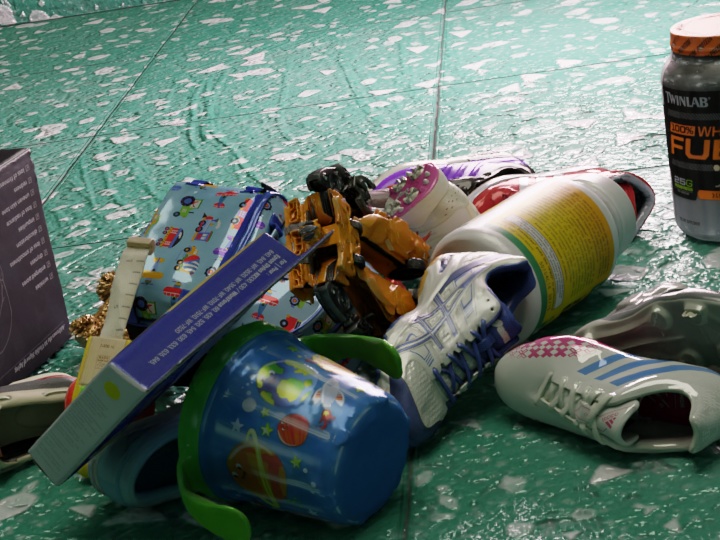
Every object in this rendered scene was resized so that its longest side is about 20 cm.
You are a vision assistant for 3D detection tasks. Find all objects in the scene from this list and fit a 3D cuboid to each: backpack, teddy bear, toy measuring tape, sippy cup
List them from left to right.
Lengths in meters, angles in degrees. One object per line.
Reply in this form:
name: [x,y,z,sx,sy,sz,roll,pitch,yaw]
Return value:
toy measuring tape: [-0.194,0.075,1.377,0.073,0.201,0.074,11,-20,4]
teddy bear: [-0.189,0.027,1.613,0.199,0.067,0.145,-25,27,-34]
backpack: [-0.086,0.020,1.449,0.199,0.135,0.183,11,52,27]
sippy cup: [-0.040,0.118,1.216,0.130,0.179,0.140,17,-10,33]

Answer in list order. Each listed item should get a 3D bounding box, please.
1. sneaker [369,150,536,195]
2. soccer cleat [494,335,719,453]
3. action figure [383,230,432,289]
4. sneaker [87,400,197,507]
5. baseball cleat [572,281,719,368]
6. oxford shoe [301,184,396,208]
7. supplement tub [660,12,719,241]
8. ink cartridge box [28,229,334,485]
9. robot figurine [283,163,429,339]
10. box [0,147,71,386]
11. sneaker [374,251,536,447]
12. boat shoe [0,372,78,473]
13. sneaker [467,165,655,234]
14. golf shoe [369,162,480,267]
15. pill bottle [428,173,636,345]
sneaker: [0.100,-0.076,1.758,0.199,0.070,0.099,-17,23,-18]
soccer cleat: [0.177,0.094,1.248,0.199,0.070,0.086,4,23,32]
action figure: [-0.003,0.015,1.558,0.199,0.066,0.099,2,32,31]
sneaker: [-0.106,0.130,1.294,0.199,0.074,0.082,-30,26,-19]
baseball cleat: [0.246,0.035,1.306,0.106,0.070,0.200,-37,15,-35]
oxford shoe: [0.000,-0.045,1.703,0.199,0.072,0.072,-9,1,32]
supplement tub: [0.352,-0.139,1.614,0.122,0.201,0.123,-9,19,3]
ink cartridge box: [-0.133,0.050,1.233,0.200,0.047,0.198,-45,-2,43]
robot figurine: [0.000,0.000,1.359,0.058,0.146,0.200,-16,-24,26]
box: [-0.376,0.013,1.547,0.123,0.198,0.200,-4,21,20]
sneaker: [0.077,0.053,1.328,0.088,0.075,0.200,-7,41,32]
boat shoe: [-0.301,0.134,1.376,0.199,0.072,0.062,-18,24,-34]
sneaker: [0.196,-0.059,1.662,0.199,0.072,0.112,-17,17,-25]
golf shoe: [0.037,-0.026,1.619,0.200,0.091,0.076,-33,32,49]
pill bottle: [0.159,-0.016,1.499,0.112,0.113,0.200,7,25,38]
